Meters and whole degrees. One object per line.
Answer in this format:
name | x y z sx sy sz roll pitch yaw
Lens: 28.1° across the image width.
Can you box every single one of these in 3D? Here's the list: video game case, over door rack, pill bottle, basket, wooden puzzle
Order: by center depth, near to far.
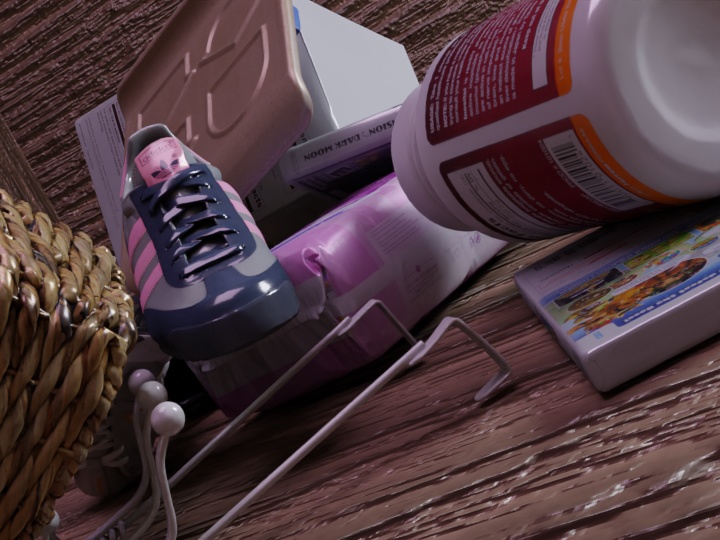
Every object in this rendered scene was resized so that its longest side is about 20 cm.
basket | -0.200 0.059 0.571 0.200 0.149 0.143 -56 23 9
video game case | 0.140 -0.011 0.590 0.143 0.018 0.200 -28 7 3
over door rack | -0.053 0.063 0.618 0.199 0.067 0.148 -30 8 -10
pill bottle | 0.097 -0.075 0.676 0.113 0.113 0.200 -32 8 -26
video game case | 0.069 -0.076 0.919 0.181 0.023 0.200 -20 -15 20
wooden puzzle | -0.091 -0.103 0.923 0.185 0.046 0.201 -46 38 29

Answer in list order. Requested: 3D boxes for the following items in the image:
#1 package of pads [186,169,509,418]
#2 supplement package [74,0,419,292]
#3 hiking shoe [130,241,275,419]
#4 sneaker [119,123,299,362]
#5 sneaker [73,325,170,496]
package of pads | 0.000 0.000 0.811 0.120 0.076 0.200 -24 8 38
supplement package | -0.065 -0.081 1.082 0.199 0.148 0.191 -27 -17 23
hiking shoe | -0.128 0.056 0.899 0.200 0.076 0.101 -38 14 31
sneaker | -0.085 -0.018 0.689 0.070 0.082 0.200 -24 20 -12
sneaker | -0.134 0.074 0.752 0.075 0.093 0.200 4 -5 1
